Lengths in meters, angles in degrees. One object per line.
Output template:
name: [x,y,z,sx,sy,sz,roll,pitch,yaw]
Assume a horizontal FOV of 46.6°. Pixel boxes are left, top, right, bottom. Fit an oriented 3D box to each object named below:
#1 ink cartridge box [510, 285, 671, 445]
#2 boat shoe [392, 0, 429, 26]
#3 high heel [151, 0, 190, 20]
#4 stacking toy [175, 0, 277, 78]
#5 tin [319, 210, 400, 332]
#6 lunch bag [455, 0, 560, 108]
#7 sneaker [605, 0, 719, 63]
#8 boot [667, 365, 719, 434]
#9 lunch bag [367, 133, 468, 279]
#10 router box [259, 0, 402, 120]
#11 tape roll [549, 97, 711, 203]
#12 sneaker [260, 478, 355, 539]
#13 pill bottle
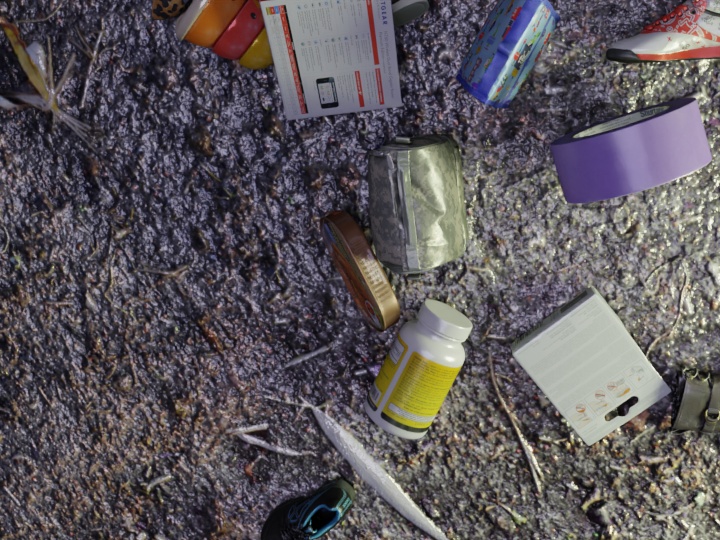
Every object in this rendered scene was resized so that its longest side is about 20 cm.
ink cartridge box: [0.356,0.149,1.296,0.160,0.047,0.200,-38,99,16]
boat shoe: [0.001,-0.377,1.230,0.199,0.072,0.061,-18,81,17]
high heel: [-0.323,-0.488,1.261,0.142,0.071,0.200,-43,101,10]
stacking toy: [-0.163,-0.355,1.254,0.199,0.146,0.146,35,108,-18]
tin: [0.000,0.000,1.294,0.042,0.112,0.201,-29,97,-12]
lunch bag: [0.197,-0.305,1.136,0.094,0.200,0.151,32,107,3]
sneaker: [0.440,-0.345,1.151,0.199,0.067,0.109,-1,102,8]
boot: [0.561,0.173,1.244,0.172,0.069,0.202,13,107,7]
lunch bag: [0.080,-0.101,1.224,0.138,0.168,0.202,-4,102,12]
router box: [-0.037,-0.318,1.193,0.177,0.049,0.201,-6,137,4]
tape roll: [0.365,-0.163,1.137,0.198,0.200,0.086,-18,99,14]
sneaker: [-0.101,0.429,1.427,0.199,0.082,0.073,-38,95,18]
pill bottle: [0.094,0.153,1.309,0.112,0.112,0.201,27,107,4]
